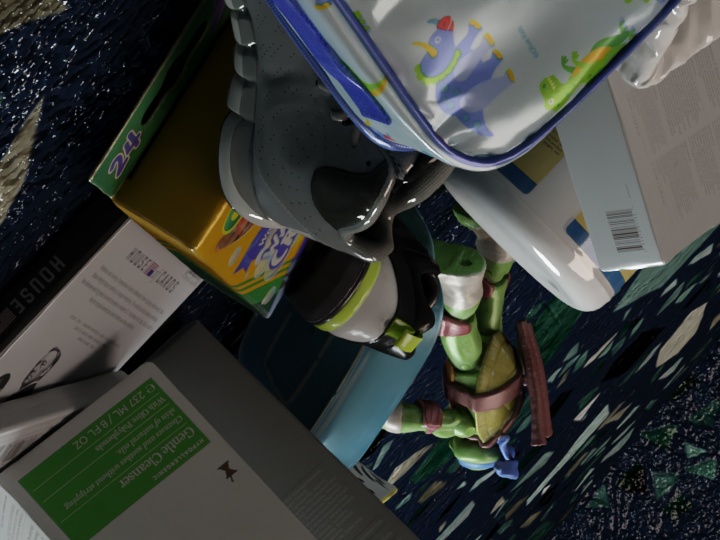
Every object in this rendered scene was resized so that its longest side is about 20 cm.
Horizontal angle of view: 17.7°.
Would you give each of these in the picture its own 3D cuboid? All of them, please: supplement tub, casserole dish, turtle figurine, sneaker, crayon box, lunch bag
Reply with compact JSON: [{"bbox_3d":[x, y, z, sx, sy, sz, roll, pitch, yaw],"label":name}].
[{"bbox_3d":[0.162,-0.089,1.474,0.200,0.145,0.145,-46,166,-2],"label":"supplement tub"},{"bbox_3d":[-0.018,0.036,1.369,0.039,0.122,0.200,-4,141,-36],"label":"casserole dish"},{"bbox_3d":[0.046,0.042,1.638,0.143,0.200,0.195,-14,131,-24],"label":"turtle figurine"},{"bbox_3d":[-0.001,-0.093,0.948,0.075,0.115,0.201,-29,133,-35],"label":"sneaker"},{"bbox_3d":[-0.049,-0.059,1.091,0.126,0.051,0.200,-58,165,-4],"label":"crayon box"},{"bbox_3d":[0.025,-0.147,0.856,0.161,0.200,0.082,-46,-151,-12],"label":"lunch bag"},{"bbox_3d":[0.000,0.000,1.244,0.072,0.083,0.200,-52,-165,16],"label":"sneaker"}]

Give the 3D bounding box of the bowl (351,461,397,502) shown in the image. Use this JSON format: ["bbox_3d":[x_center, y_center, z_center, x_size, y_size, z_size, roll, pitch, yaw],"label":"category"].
[{"bbox_3d":[-0.083,0.155,1.480,0.200,0.095,0.201,-32,176,-2],"label":"bowl"}]

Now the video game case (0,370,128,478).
[{"bbox_3d":[-0.206,0.137,1.182,0.200,0.018,0.143,-51,165,21],"label":"video game case"}]

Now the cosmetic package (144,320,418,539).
[{"bbox_3d":[-0.056,0.136,1.315,0.090,0.200,0.107,-39,167,-18],"label":"cosmetic package"}]

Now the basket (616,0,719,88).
[{"bbox_3d":[0.164,-0.232,1.064,0.198,0.161,0.200,-37,164,-31],"label":"basket"}]

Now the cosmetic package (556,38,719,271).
[{"bbox_3d":[0.166,-0.121,1.328,0.051,0.201,0.150,-6,-162,44],"label":"cosmetic package"}]

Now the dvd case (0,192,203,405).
[{"bbox_3d":[-0.160,0.046,1.152,0.200,0.025,0.150,-47,166,-2],"label":"dvd case"}]

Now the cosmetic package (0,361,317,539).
[{"bbox_3d":[-0.081,0.160,1.157,0.107,0.200,0.085,-39,165,-27],"label":"cosmetic package"}]
